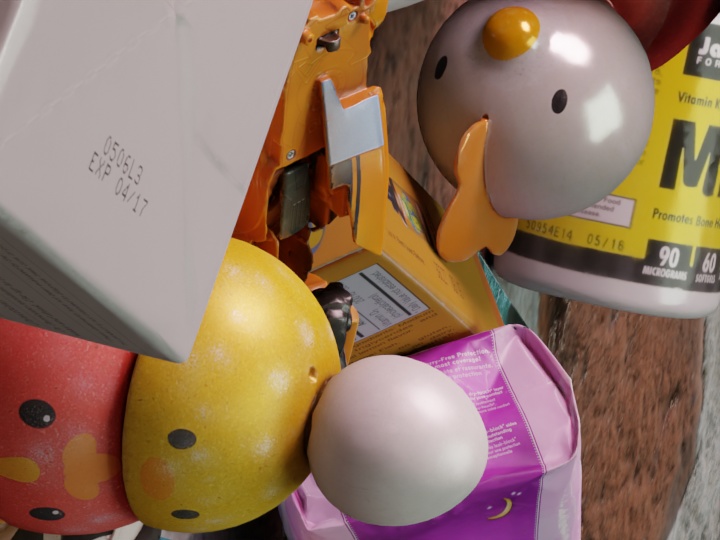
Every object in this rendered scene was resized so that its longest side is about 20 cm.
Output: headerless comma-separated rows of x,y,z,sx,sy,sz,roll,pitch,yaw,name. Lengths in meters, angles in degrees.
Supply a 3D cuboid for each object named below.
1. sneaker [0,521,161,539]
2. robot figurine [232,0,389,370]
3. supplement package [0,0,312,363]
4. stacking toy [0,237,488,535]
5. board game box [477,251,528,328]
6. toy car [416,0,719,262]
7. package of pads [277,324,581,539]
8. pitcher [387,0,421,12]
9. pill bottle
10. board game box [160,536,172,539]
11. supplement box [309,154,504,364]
-0.117,0.101,0.936,0.074,0.088,0.200,-59,-167,26,sneaker
-0.040,-0.027,0.932,0.058,0.145,0.200,-26,141,-30,robot figurine
-0.125,-0.073,0.620,0.121,0.200,0.120,47,59,-65,supplement package
-0.057,0.028,0.858,0.146,0.200,0.146,13,90,-69,stacking toy
0.049,0.083,1.410,0.200,0.028,0.136,54,52,-63,board game box
0.075,-0.098,1.154,0.200,0.184,0.177,-65,156,-21,toy car
0.031,0.115,1.217,0.200,0.120,0.076,85,-13,-54,package of pads
-0.005,-0.159,1.004,0.200,0.121,0.172,-46,147,-36,pitcher
0.136,-0.085,1.418,0.114,0.114,0.200,-6,108,-68,pill bottle
-0.001,0.145,1.077,0.152,0.200,0.045,40,66,-66,board game box
0.000,0.000,1.156,0.200,0.069,0.067,45,23,-67,supplement box
